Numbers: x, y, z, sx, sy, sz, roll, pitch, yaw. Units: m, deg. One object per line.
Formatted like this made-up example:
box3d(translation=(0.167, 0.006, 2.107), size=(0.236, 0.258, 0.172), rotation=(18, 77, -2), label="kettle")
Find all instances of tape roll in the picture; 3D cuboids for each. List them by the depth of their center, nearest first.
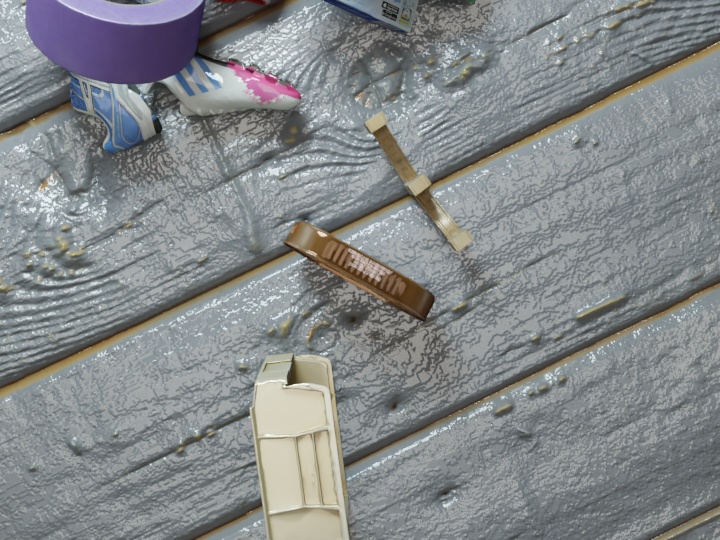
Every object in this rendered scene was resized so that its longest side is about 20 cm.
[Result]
box3d(translation=(-0.277, -0.309, 1.208), size=(0.198, 0.201, 0.085), rotation=(18, 136, -4), label="tape roll")

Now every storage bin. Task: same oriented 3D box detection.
box3d(translation=(-0.069, 0.209, 1.259), size=(0.093, 0.200, 0.201), rotation=(-7, 95, 0), label="storage bin")

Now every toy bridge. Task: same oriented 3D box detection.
box3d(translation=(0.071, -0.106, 1.309), size=(0.027, 0.067, 0.201), rotation=(-36, 97, 0), label="toy bridge")

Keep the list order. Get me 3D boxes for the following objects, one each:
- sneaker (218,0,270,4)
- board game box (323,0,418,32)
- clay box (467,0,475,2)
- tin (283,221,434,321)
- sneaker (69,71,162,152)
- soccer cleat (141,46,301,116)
box3d(translation=(-0.185, -0.392, 1.275), size=(0.200, 0.067, 0.109), rotation=(20, 90, -7), label="sneaker")
box3d(translation=(0.003, -0.409, 1.247), size=(0.199, 0.043, 0.201), rotation=(14, 94, -38), label="board game box")
box3d(translation=(0.066, -0.391, 1.241), size=(0.199, 0.047, 0.116), rotation=(7, 98, -40), label="clay box")
box3d(translation=(0.000, 0.000, 1.293), size=(0.199, 0.112, 0.042), rotation=(29, 82, -6), label="tin")
box3d(translation=(-0.324, -0.233, 1.273), size=(0.077, 0.076, 0.201), rotation=(-36, 94, -4), label="sneaker")
box3d(translation=(-0.172, -0.219, 1.293), size=(0.198, 0.070, 0.087), rotation=(20, 103, 1), label="soccer cleat")
